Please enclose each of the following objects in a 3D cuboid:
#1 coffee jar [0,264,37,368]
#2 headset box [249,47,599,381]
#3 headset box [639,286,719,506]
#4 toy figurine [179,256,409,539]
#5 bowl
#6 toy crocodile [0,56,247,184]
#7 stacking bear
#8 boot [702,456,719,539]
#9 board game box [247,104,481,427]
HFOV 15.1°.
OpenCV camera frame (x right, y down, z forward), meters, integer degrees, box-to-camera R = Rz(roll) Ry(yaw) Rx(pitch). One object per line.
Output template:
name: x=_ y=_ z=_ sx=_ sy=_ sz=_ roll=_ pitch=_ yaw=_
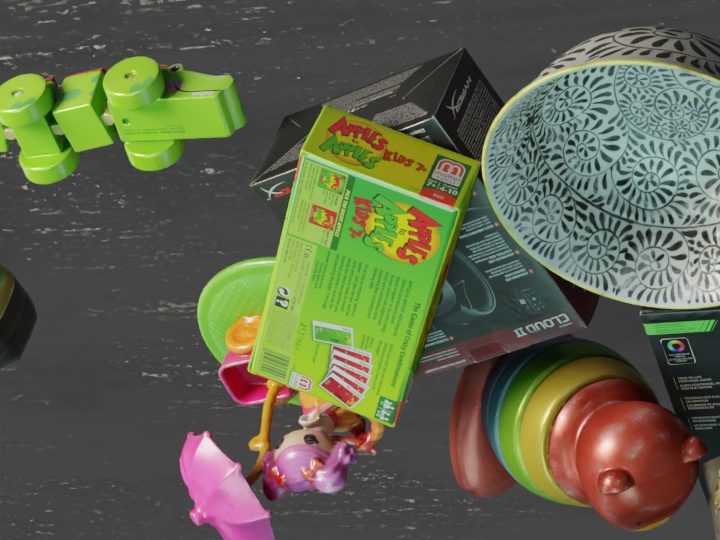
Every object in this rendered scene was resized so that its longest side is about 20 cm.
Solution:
coffee jar: x=-0.319 y=-0.004 z=1.882 sx=0.104 sy=0.085 sz=0.200 roll=-18 pitch=128 yaw=35
headset box: x=0.052 y=-0.024 z=1.713 sx=0.149 sy=0.077 sz=0.200 roll=-19 pitch=122 yaw=36
headset box: x=0.284 y=0.048 z=1.703 sx=0.174 sy=0.093 sz=0.200 roll=-3 pitch=134 yaw=22
toy figurine: x=-0.040 y=0.105 z=1.819 sx=0.199 sy=0.184 sz=0.150 roll=-6 pitch=133 yaw=26
bowl: x=0.179 y=-0.079 z=1.602 sx=0.200 sy=0.094 sz=0.201 roll=11 pitch=139 yaw=10
toy crocodile: x=-0.169 y=-0.104 z=1.743 sx=0.199 sy=0.062 sz=0.068 roll=-5 pitch=133 yaw=19
stacking bear: x=0.147 y=0.106 z=1.731 sx=0.121 sy=0.200 sz=0.114 roll=-16 pitch=107 yaw=-18
boot: x=0.313 y=0.107 z=1.625 sx=0.199 sy=0.064 sz=0.187 roll=5 pitch=130 yaw=-9
board game box: x=0.000 y=0.000 z=1.670 sx=0.101 sy=0.048 sz=0.200 roll=20 pitch=136 yaw=5
